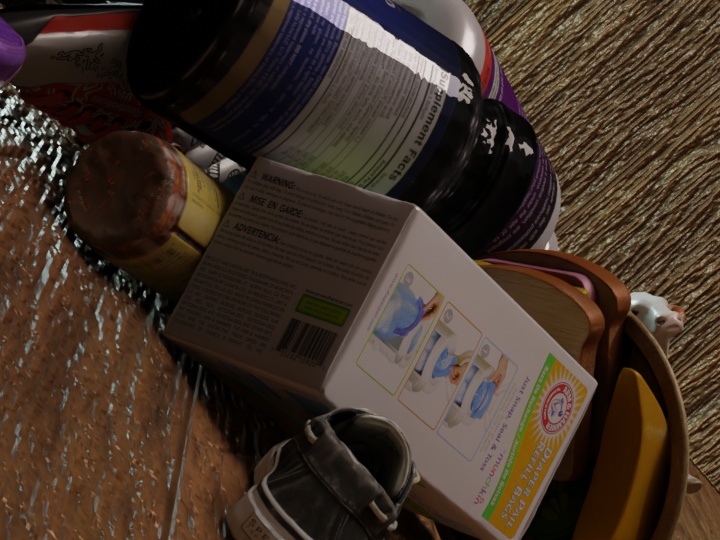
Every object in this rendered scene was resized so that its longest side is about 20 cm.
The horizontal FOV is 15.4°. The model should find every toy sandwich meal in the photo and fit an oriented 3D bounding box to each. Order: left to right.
[{"bbox_3d":[0.093,0.091,1.435,0.070,0.206,0.206,5,40,-47],"label":"toy sandwich meal"}]

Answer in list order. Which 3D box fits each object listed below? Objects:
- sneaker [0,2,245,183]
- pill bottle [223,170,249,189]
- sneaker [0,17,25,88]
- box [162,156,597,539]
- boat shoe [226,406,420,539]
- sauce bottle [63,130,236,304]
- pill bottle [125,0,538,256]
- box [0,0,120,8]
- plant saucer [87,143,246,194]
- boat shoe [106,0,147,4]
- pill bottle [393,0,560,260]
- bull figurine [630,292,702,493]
[{"bbox_3d":[-0.129,-0.084,1.377,0.067,0.109,0.201,8,12,40],"label":"sneaker"},{"bbox_3d":[-0.109,-0.124,1.566,0.200,0.111,0.111,51,7,17],"label":"pill bottle"},{"bbox_3d":[-0.216,-0.172,1.226,0.200,0.088,0.081,49,5,-17],"label":"sneaker"},{"bbox_3d":[0.014,0.044,1.319,0.112,0.102,0.200,18,-16,40],"label":"box"},{"bbox_3d":[-0.005,0.098,1.179,0.072,0.071,0.200,49,6,0],"label":"boat shoe"},{"bbox_3d":[-0.078,-0.009,1.339,0.066,0.066,0.200,53,5,29],"label":"sauce bottle"},{"bbox_3d":[-0.010,-0.087,1.341,0.199,0.112,0.112,31,15,-29],"label":"pill bottle"},{"bbox_3d":[-0.212,-0.234,1.454,0.193,0.047,0.201,32,30,-29],"label":"box"},{"bbox_3d":[-0.088,-0.035,1.465,0.070,0.019,0.200,-32,78,-40],"label":"plant saucer"},{"bbox_3d":[-0.160,-0.174,1.350,0.199,0.075,0.073,2,2,-33],"label":"boat shoe"},{"bbox_3d":[0.045,-0.063,1.518,0.113,0.112,0.200,56,-1,44],"label":"pill bottle"},{"bbox_3d":[0.149,0.103,1.695,0.065,0.200,0.122,13,49,-42],"label":"bull figurine"}]
